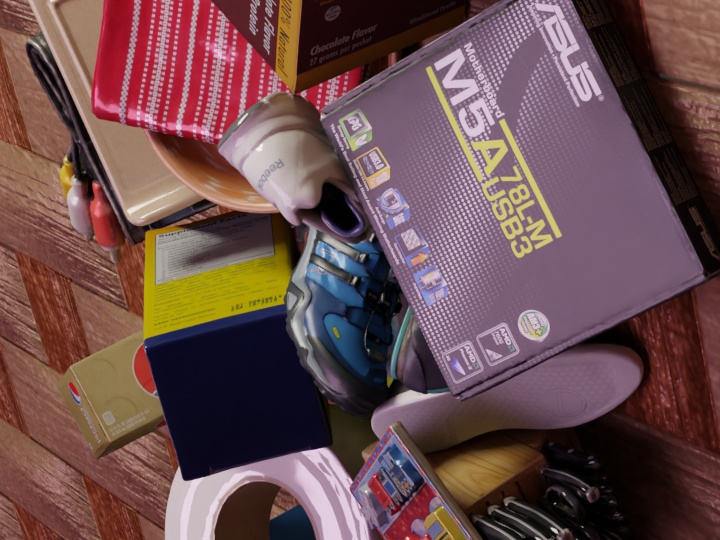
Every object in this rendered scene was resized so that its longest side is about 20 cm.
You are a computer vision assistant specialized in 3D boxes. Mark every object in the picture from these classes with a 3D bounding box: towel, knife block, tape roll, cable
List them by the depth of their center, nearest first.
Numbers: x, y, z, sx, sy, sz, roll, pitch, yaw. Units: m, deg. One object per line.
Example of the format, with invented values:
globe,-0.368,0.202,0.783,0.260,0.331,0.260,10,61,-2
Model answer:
knife block,0.079,0.160,1.631,0.199,0.176,0.064,-15,113,26
towel,-0.085,-0.155,1.689,0.199,0.022,0.146,12,99,21
cable,-0.205,-0.082,1.849,0.097,0.050,0.200,50,168,37
tape roll,-0.049,0.199,1.850,0.201,0.071,0.204,4,96,37

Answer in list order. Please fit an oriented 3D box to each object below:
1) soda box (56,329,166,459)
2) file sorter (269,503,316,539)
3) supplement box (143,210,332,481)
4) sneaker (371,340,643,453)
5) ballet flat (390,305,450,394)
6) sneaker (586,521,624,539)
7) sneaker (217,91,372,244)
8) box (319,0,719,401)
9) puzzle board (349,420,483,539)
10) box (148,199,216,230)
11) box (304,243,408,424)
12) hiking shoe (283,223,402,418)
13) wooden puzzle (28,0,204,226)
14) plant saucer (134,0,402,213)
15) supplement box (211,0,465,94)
soda box,-0.127,0.067,1.940,0.068,0.199,0.064,60,158,8
file sorter,-0.005,0.288,1.980,0.200,0.138,0.123,55,156,21
supplement box,-0.088,0.046,1.792,0.200,0.108,0.110,-98,-6,-65
sneaker,0.099,0.052,1.646,0.199,0.100,0.071,-16,131,35
ballet flat,0.072,-0.016,1.599,0.073,0.073,0.201,-18,57,64
sneaker,0.135,0.190,1.701,0.200,0.075,0.090,39,146,28
sneaker,-0.005,-0.052,1.599,0.075,0.199,0.087,-47,60,30
box,0.094,-0.050,1.494,0.193,0.047,0.201,-27,87,36
puzzle board,0.048,0.185,1.660,0.151,0.017,0.200,55,165,9
box,-0.139,-0.143,1.879,0.201,0.107,0.148,66,159,-2
box,0.018,0.051,1.827,0.122,0.047,0.201,28,136,51
hiking shoe,0.000,0.000,1.679,0.086,0.074,0.201,-32,48,32
wooden puzzle,-0.117,-0.156,1.775,0.037,0.184,0.201,0,-114,-85
plant saucer,-0.061,-0.140,1.711,0.199,0.037,0.202,1,94,23
supplement box,-0.035,-0.260,1.555,0.200,0.132,0.198,49,150,31
